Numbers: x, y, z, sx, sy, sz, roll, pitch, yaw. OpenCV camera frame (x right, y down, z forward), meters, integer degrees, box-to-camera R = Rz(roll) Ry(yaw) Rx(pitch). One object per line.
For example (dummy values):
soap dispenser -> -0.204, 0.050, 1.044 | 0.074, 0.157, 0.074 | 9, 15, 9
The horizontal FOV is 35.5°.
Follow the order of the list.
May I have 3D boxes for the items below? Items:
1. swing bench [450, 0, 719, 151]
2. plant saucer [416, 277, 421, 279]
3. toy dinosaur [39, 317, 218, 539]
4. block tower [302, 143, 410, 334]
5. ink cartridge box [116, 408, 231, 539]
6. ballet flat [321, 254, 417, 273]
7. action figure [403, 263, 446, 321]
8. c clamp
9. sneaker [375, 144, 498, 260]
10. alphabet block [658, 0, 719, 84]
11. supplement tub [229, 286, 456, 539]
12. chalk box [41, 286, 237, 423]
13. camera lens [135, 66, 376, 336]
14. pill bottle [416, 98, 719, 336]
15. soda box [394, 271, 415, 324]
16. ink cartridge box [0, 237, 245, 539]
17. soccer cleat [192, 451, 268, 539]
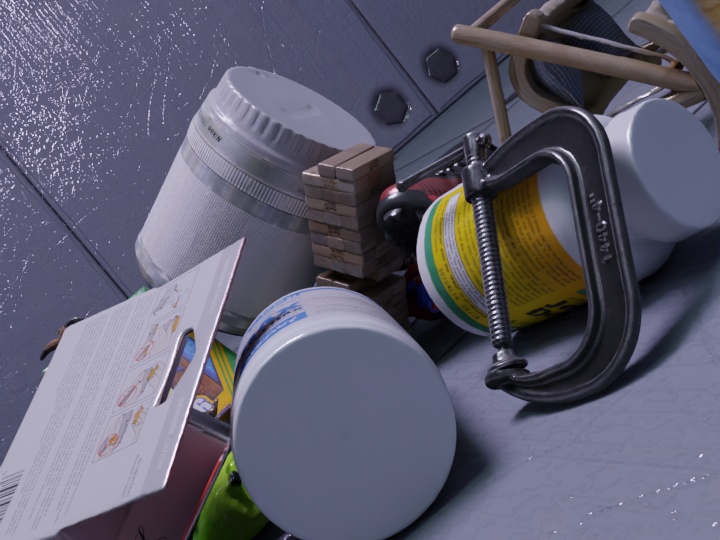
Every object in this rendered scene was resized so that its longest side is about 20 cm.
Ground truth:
swing bench -> 0.206, -0.166, 0.866 | 0.199, 0.130, 0.199 | -1, 28, 29
plant saucer -> 0.022, 0.019, 1.291 | 0.200, 0.035, 0.200 | -39, 8, 7
toy dinosaur -> -0.185, 0.145, 0.843 | 0.086, 0.135, 0.201 | 120, 160, -79
block tower -> 0.000, 0.000, 0.908 | 0.054, 0.201, 0.058 | 15, 32, 36
ink cartridge box -> -0.136, 0.183, 0.664 | 0.174, 0.043, 0.200 | 121, 175, -85
ballet flat -> 0.005, -0.024, 1.045 | 0.075, 0.068, 0.200 | 2, 3, -28
action figure -> 0.066, 0.020, 0.957 | 0.200, 0.065, 0.052 | 165, 113, -73
c clamp -> 0.096, -0.008, 0.674 | 0.027, 0.201, 0.171 | 12, -34, -36
sneaker -> 0.081, -0.059, 0.906 | 0.200, 0.098, 0.071 | 3, -24, -46
alphabet block -> 0.311, -0.215, 0.666 | 0.200, 0.195, 0.196 | -42, 10, -14
supplement tub -> -0.018, 0.083, 0.717 | 0.132, 0.132, 0.200 | -39, 7, -2
chalk box -> -0.188, 0.112, 0.998 | 0.124, 0.200, 0.125 | -42, -28, -26
camera lens -> -0.093, -0.055, 0.985 | 0.200, 0.160, 0.160 | -60, -1, 21
pill bottle -> 0.135, -0.034, 0.740 | 0.113, 0.113, 0.200 | -45, 9, -38
soda box -> -0.023, 0.069, 1.067 | 0.200, 0.068, 0.064 | -45, 11, -36
ink cartridge box -> -0.143, 0.089, 0.691 | 0.176, 0.045, 0.200 | -24, 34, 29
soccer cleat -> -0.087, 0.159, 0.884 | 0.081, 0.067, 0.200 | -53, 1, 20
